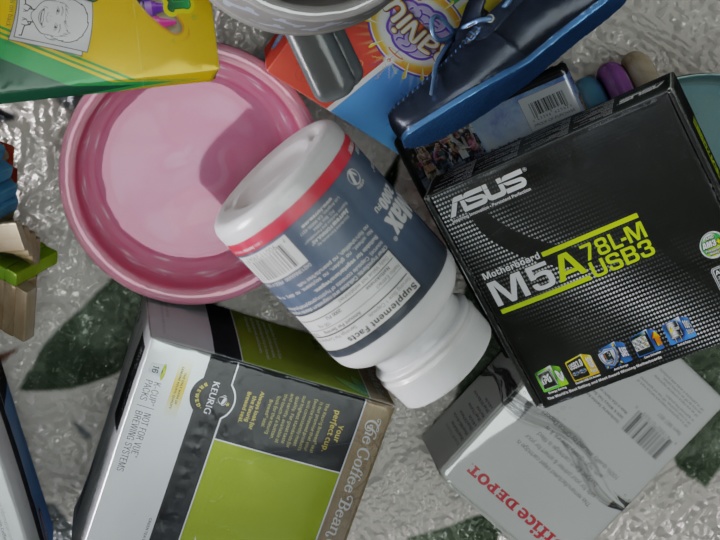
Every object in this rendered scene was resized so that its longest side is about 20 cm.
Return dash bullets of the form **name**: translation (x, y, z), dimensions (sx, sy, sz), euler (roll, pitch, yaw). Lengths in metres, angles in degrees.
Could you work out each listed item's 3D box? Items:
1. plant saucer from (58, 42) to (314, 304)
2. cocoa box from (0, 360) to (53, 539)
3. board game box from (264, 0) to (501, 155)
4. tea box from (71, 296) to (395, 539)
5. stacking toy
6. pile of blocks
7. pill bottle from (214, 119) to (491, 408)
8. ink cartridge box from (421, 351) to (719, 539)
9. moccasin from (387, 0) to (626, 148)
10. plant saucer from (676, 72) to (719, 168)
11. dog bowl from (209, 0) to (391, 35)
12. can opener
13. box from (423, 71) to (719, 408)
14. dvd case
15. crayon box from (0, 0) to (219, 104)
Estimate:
- **plant saucer**: translation (-0.129, -0.076, 1.173), dimensions (0.199, 0.051, 0.202), euler (-2, 105, -9)
- **cocoa box**: translation (-0.321, 0.153, 1.160), dimensions (0.132, 0.131, 0.201), euler (-15, 107, -5)
- **board game box**: translation (0.047, -0.191, 1.129), dimensions (0.152, 0.040, 0.200), euler (29, 116, -22)
- **tea box**: translation (-0.102, 0.147, 1.196), dimensions (0.196, 0.134, 0.201), euler (18, 102, -13)
- **stacking toy**: translation (0.140, -0.101, 1.206), dimensions (0.199, 0.085, 0.086), euler (-19, 108, 3)
- **pile of blocks**: translation (-0.265, -0.052, 1.146), dimensions (0.082, 0.062, 0.201), euler (1, 114, 34)
- **pill bottle**: translation (0.000, 0.000, 1.126), dimensions (0.119, 0.120, 0.200), euler (-42, 107, 3)
- **ink cartridge box**: translation (0.171, 0.124, 1.262), dimensions (0.145, 0.084, 0.200), euler (41, 95, -18)
- **moccasin**: translation (0.098, -0.164, 1.088), dimensions (0.199, 0.080, 0.068), euler (-36, 80, 0)
- **plant saucer**: translation (0.250, -0.065, 1.178), dimensions (0.198, 0.027, 0.201), euler (-2, 124, -3)
- **dog bowl**: translation (-0.033, -0.253, 1.006), dimensions (0.198, 0.059, 0.202), euler (-2, 101, -10)
- **can opener**: translation (-0.063, -0.209, 1.073), dimensions (0.066, 0.053, 0.201), euler (-25, 105, 24)
- **box**: translation (0.177, -0.017, 1.123), dimensions (0.199, 0.048, 0.194), euler (-22, 110, 21)
- **dvd case**: translation (0.131, -0.040, 1.159), dimensions (0.142, 0.018, 0.201), euler (-22, 109, 22)
- **crayon box**: translation (-0.197, -0.227, 1.089), dimensions (0.171, 0.058, 0.202), euler (-7, 89, -7)
